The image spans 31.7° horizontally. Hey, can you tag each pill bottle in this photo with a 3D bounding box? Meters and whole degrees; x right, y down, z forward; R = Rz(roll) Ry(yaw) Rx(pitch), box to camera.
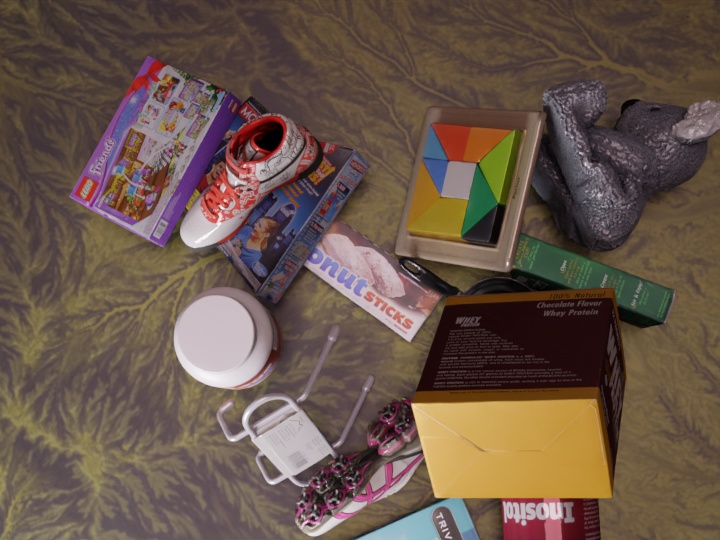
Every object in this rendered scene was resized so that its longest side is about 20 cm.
[{"bbox_3d":[0.220,0.294,1.456,0.112,0.113,0.202,-4,84,1],"label":"pill bottle"},{"bbox_3d":[-0.152,0.078,1.444,0.111,0.200,0.113,0,84,2],"label":"pill bottle"}]

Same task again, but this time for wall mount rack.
[{"bbox_3d":[-0.064,0.162,1.466,0.173,0.200,0.075,-32,49,0],"label":"wall mount rack"}]

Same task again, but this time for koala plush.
[{"bbox_3d":[0.320,-0.129,1.472,0.199,0.178,0.185,-19,71,-14],"label":"koala plush"}]

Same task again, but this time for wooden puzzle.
[{"bbox_3d":[0.119,-0.100,1.472,0.037,0.199,0.186,16,86,-41],"label":"wooden puzzle"}]

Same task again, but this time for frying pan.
[{"bbox_3d":[0.128,0.056,1.515,0.189,0.031,0.116,12,100,2],"label":"frying pan"}]

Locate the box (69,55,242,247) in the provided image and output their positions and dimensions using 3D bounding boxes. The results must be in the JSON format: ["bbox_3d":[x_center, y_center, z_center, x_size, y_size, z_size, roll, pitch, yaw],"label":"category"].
[{"bbox_3d":[-0.247,-0.145,1.527,0.136,0.039,0.201,26,85,27],"label":"box"}]

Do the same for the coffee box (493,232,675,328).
[{"bbox_3d":[0.257,0.013,1.482,0.199,0.123,0.044,21,85,2],"label":"coffee box"}]

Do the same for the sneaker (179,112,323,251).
[{"bbox_3d":[-0.143,-0.104,1.439,0.201,0.108,0.067,-35,68,9],"label":"sneaker"}]

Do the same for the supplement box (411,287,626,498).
[{"bbox_3d":[0.182,0.132,1.391,0.196,0.200,0.134,-4,122,19],"label":"supplement box"}]

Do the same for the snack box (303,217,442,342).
[{"bbox_3d":[0.000,0.000,1.537,0.199,0.024,0.072,35,88,5],"label":"snack box"}]

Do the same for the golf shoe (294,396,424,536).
[{"bbox_3d":[0.013,0.245,1.479,0.200,0.073,0.092,-41,126,-6],"label":"golf shoe"}]

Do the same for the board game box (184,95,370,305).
[{"bbox_3d":[-0.099,-0.101,1.515,0.200,0.062,0.200,-42,68,5],"label":"board game box"}]

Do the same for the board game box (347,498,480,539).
[{"bbox_3d":[0.056,0.369,1.486,0.199,0.047,0.152,-24,84,-1],"label":"board game box"}]
